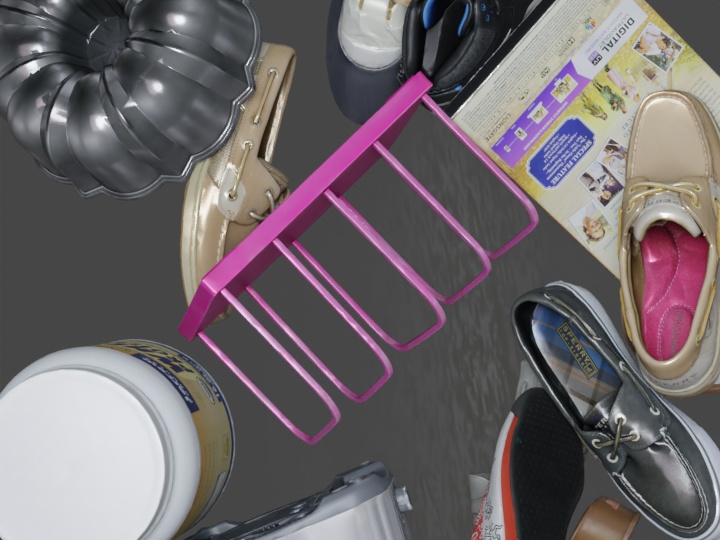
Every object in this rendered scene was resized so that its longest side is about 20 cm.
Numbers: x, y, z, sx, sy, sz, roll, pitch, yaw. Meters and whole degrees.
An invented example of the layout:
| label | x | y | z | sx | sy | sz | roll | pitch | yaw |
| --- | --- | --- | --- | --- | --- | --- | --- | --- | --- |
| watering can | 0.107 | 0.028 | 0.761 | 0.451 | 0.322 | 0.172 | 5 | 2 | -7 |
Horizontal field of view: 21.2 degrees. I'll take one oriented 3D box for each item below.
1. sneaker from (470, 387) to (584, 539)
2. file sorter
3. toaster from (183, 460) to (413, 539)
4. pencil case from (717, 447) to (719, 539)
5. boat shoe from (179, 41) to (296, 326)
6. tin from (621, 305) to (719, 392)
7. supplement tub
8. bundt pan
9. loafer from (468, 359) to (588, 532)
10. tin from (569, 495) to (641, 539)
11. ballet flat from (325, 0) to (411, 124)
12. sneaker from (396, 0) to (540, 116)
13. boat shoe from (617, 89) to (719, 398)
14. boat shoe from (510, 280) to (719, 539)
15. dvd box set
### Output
| label | x | y | z | sx | sy | sz | roll | pitch | yaw |
| --- | --- | --- | --- | --- | --- | --- | --- | --- | --- |
| sneaker | 0.086 | 0.179 | 1.239 | 0.067 | 0.108 | 0.203 | 25 | 52 | -29 |
| file sorter | 0.000 | 0.000 | 1.252 | 0.125 | 0.139 | 0.200 | 45 | 72 | 1 |
| toaster | -0.044 | 0.222 | 1.301 | 0.199 | 0.114 | 0.130 | -22 | 90 | 4 |
| pencil case | 0.256 | 0.158 | 1.258 | 0.085 | 0.084 | 0.202 | -1 | 111 | -34 |
| boat shoe | -0.083 | -0.060 | 1.325 | 0.064 | 0.071 | 0.202 | 6 | 90 | 7 |
| tin | 0.261 | -0.007 | 1.278 | 0.112 | 0.042 | 0.200 | 42 | 94 | -16 |
| supplement tub | -0.167 | 0.121 | 1.270 | 0.143 | 0.200 | 0.146 | 0 | 90 | 6 |
| bundt pan | -0.171 | -0.153 | 1.300 | 0.200 | 0.076 | 0.204 | -5 | 76 | 21 |
| loafer | 0.103 | 0.159 | 1.310 | 0.069 | 0.070 | 0.201 | 21 | 86 | 13 |
| tin | 0.128 | 0.244 | 1.283 | 0.042 | 0.112 | 0.201 | 26 | 92 | 15 |
| ballet flat | 0.016 | -0.201 | 1.316 | 0.072 | 0.073 | 0.202 | 14 | 92 | 6 |
| sneaker | 0.087 | -0.199 | 1.282 | 0.073 | 0.112 | 0.201 | 23 | 93 | 14 |
| boat shoe | 0.197 | -0.025 | 1.207 | 0.073 | 0.069 | 0.202 | -7 | 73 | 19 |
| boat shoe | 0.162 | 0.093 | 1.236 | 0.069 | 0.056 | 0.201 | -47 | 66 | 27 |
| dvd box set | 0.173 | -0.091 | 1.278 | 0.200 | 0.029 | 0.147 | 41 | 94 | -18 |
